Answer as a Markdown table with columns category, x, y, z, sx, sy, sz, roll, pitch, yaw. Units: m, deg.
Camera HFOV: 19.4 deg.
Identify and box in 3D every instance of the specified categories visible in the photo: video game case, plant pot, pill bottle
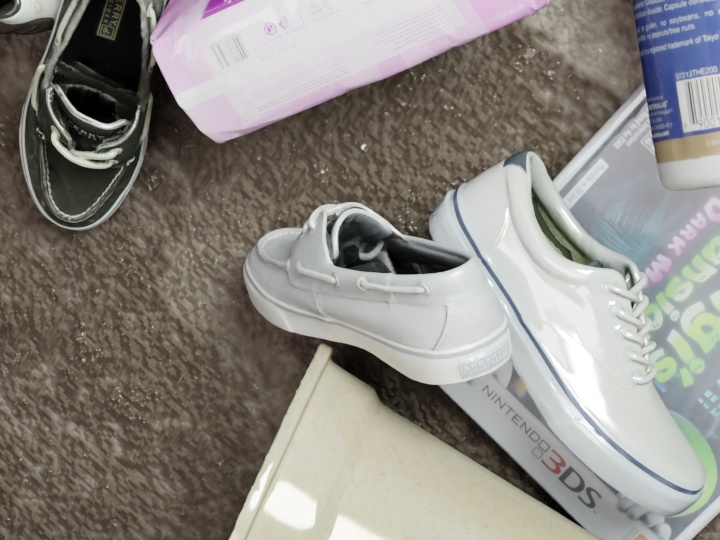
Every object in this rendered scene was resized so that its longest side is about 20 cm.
| category | x | y | z | sx | sy | sz | roll | pitch | yaw |
| --- | --- | --- | --- | --- | --- | --- | --- | --- | --- |
| video game case | 0.149 | 0.034 | 1.091 | 0.182 | 0.023 | 0.200 | 44 | 110 | 6 |
| plant pot | 0.023 | 0.165 | 1.084 | 0.183 | 0.200 | 0.201 | 23 | 107 | 2 |
| pill bottle | 0.182 | -0.143 | 0.994 | 0.111 | 0.111 | 0.201 | -8 | 92 | 20 |

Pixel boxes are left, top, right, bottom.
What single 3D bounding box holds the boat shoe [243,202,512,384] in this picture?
| category | x | y | z | sx | sy | sz | roll | pitch | yaw |
| --- | --- | --- | --- | --- | --- | --- | --- | --- | --- |
| boat shoe | 0.000 | 0.000 | 1.064 | 0.200 | 0.072 | 0.069 | 29 | 136 | 57 |

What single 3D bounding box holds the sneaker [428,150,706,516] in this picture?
| category | x | y | z | sx | sy | sz | roll | pitch | yaw |
| --- | --- | --- | --- | --- | --- | --- | --- | --- | --- |
| sneaker | 0.115 | 0.030 | 1.050 | 0.071 | 0.073 | 0.200 | -40 | 85 | 29 |

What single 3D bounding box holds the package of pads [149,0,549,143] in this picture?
| category | x | y | z | sx | sy | sz | roll | pitch | yaw |
| --- | --- | --- | --- | --- | --- | --- | --- | --- | --- |
| package of pads | 0.001 | -0.146 | 1.050 | 0.200 | 0.121 | 0.076 | -22 | 116 | 21 |

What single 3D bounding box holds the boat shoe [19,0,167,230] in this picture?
| category | x | y | z | sx | sy | sz | roll | pitch | yaw |
| --- | --- | --- | --- | --- | --- | --- | --- | --- | --- |
| boat shoe | -0.144 | -0.090 | 1.110 | 0.070 | 0.064 | 0.200 | 12 | 131 | -6 |

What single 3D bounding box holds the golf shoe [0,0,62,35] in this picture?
| category | x | y | z | sx | sy | sz | roll | pitch | yaw |
| --- | --- | --- | --- | --- | --- | --- | --- | --- | --- |
| golf shoe | -0.243 | -0.174 | 1.145 | 0.199 | 0.094 | 0.078 | 12 | 109 | 18 |
